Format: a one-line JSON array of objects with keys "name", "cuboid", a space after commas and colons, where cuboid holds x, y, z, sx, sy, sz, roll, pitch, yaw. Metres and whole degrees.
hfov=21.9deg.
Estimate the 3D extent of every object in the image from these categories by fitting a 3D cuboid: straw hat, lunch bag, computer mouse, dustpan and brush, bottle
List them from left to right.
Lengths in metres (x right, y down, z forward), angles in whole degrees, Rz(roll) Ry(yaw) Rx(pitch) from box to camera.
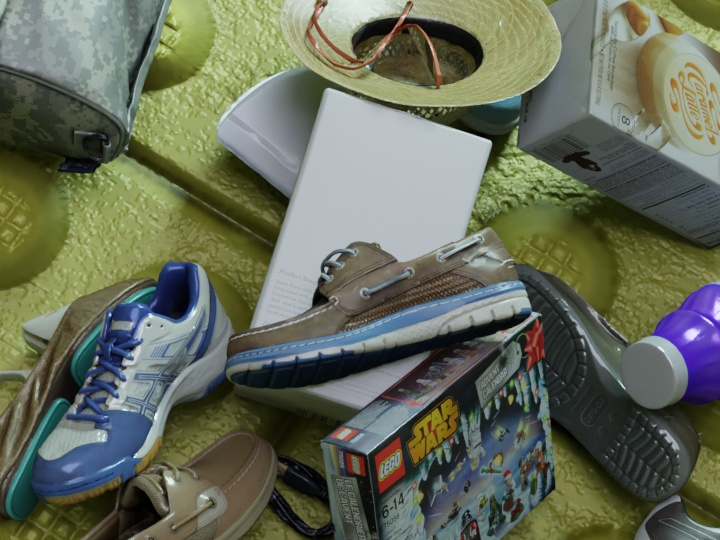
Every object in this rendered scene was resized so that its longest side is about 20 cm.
[{"name": "lunch bag", "cuboid": [-0.222, -0.184, 1.326, 0.167, 0.140, 0.201, 16, 64, -1]}, {"name": "dustpan and brush", "cuboid": [-0.005, -0.124, 1.389, 0.139, 0.057, 0.200, 39, 71, -3]}, {"name": "computer mouse", "cuboid": [0.021, 0.175, 1.257, 0.199, 0.034, 0.059, 24, 64, 3]}, {"name": "straw hat", "cuboid": [0.037, -0.141, 1.321, 0.200, 0.085, 0.202, 5, 41, -4]}, {"name": "bottle", "cuboid": [0.260, 0.048, 1.299, 0.199, 0.065, 0.084, -16, 64, -42]}]

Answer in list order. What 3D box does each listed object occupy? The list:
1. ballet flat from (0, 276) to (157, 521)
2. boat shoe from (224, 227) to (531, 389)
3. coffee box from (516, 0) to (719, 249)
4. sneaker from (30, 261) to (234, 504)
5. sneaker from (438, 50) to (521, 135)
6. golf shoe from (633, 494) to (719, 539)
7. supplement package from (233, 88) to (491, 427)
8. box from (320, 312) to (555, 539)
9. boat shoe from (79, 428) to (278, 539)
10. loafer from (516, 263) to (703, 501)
[{"name": "ballet flat", "cuboid": [-0.212, 0.076, 1.257, 0.072, 0.068, 0.201, 20, 66, 22]}, {"name": "boat shoe", "cuboid": [0.005, 0.022, 1.168, 0.199, 0.072, 0.073, -13, 76, -17]}, {"name": "coffee box", "cuboid": [0.215, -0.109, 1.349, 0.199, 0.080, 0.115, 24, 61, -31]}, {"name": "sneaker", "cuboid": [-0.157, 0.069, 1.215, 0.075, 0.089, 0.200, 2, 33, 30]}, {"name": "sneaker", "cuboid": [0.095, -0.213, 1.396, 0.079, 0.131, 0.201, -4, 66, -13]}, {"name": "golf shoe", "cuboid": [0.278, 0.214, 1.257, 0.199, 0.078, 0.095, 21, 63, 0]}, {"name": "supplement package", "cuboid": [0.000, 0.000, 1.264, 0.120, 0.120, 0.201, 18, 78, -1]}, {"name": "box", "cuboid": [0.055, 0.126, 1.196, 0.040, 0.138, 0.200, 11, 31, 36]}, {"name": "boat shoe", "cuboid": [-0.121, 0.155, 1.191, 0.200, 0.071, 0.065, -47, 122, -46]}, {"name": "loafer", "cuboid": [0.166, 0.078, 1.315, 0.069, 0.075, 0.200, -9, 56, -54]}]
